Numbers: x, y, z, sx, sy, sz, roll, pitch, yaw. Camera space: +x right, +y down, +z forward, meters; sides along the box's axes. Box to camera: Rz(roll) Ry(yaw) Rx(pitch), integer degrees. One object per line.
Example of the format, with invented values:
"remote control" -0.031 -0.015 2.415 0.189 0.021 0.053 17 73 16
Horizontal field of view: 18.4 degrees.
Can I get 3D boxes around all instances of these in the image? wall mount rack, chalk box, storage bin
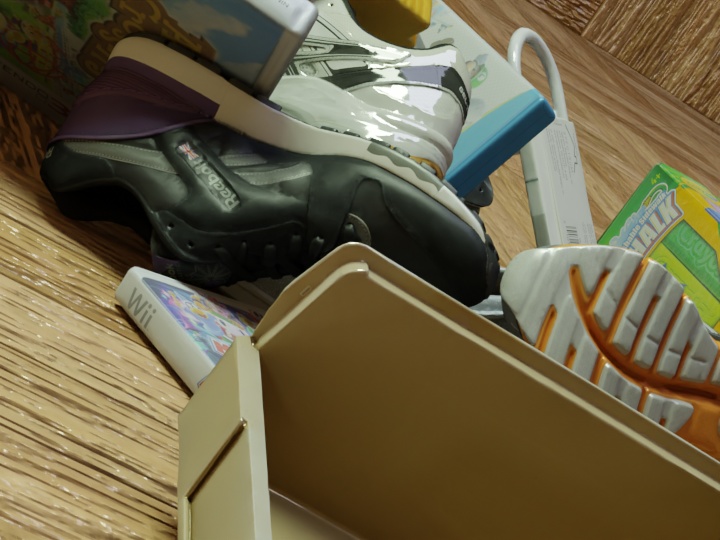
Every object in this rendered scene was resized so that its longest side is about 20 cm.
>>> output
"wall mount rack" 0.093 -0.024 1.214 0.173 0.074 0.202 2 77 -64
"chalk box" 0.201 0.030 1.308 0.123 0.125 0.200 27 14 -32
"storage bin" 0.048 0.106 0.663 0.198 0.094 0.200 31 19 -18

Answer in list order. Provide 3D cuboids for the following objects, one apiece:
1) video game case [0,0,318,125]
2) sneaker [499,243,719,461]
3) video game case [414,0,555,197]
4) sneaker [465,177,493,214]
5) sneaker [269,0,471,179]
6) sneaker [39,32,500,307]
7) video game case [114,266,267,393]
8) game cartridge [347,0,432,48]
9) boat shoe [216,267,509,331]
"video game case" -0.122 -0.116 0.977 0.181 0.022 0.200 34 -26 -3
"sneaker" 0.132 0.045 1.049 0.199 0.079 0.077 32 -7 -34
"video game case" -0.001 -0.083 1.157 0.018 0.143 0.200 50 0 -40
"sneaker" 0.022 -0.046 1.232 0.114 0.075 0.201 45 22 -23
"sneaker" -0.041 -0.093 1.052 0.198 0.088 0.076 21 -26 15
"sneaker" -0.041 -0.017 0.926 0.199 0.088 0.076 25 -27 19
"video game case" 0.002 0.076 0.870 0.143 0.018 0.200 20 19 -47
"game cartridge" -0.086 -0.142 1.071 0.200 0.175 0.033 34 48 -43
"boat shoe" 0.001 0.001 1.021 0.201 0.065 0.075 24 15 -24
